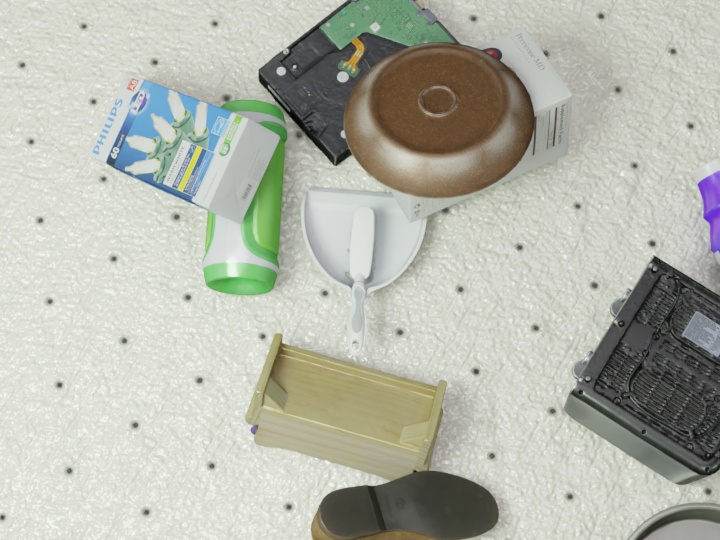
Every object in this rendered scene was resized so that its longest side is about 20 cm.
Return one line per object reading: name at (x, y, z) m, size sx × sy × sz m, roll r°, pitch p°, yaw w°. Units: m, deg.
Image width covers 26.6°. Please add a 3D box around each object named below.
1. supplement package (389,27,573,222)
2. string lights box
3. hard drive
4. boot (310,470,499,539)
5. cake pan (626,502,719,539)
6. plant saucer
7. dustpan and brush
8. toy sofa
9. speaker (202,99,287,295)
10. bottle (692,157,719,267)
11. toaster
supplement package at (0.116, -0.159, 1.654) m, size 0.200 × 0.110 × 0.114 m, roll -24°, pitch 60°, yaw -11°
string lights box at (-0.189, -0.131, 1.615) m, size 0.200 × 0.059 × 0.103 m, roll 23°, pitch 88°, yaw 38°
hard drive at (0.002, -0.231, 1.722) m, size 0.200 × 0.038 × 0.140 m, roll -40°, pitch 80°, yaw -11°
boot at (0.044, 0.256, 1.579) m, size 0.199 × 0.076 × 0.074 m, roll 0°, pitch 60°, yaw -18°
cake pan at (0.354, 0.343, 1.577) m, size 0.200 × 0.037 × 0.201 m, roll 1°, pitch 74°, yaw -3°
plant saucer at (0.081, -0.167, 1.576) m, size 0.200 × 0.037 × 0.201 m, roll -2°, pitch 58°, yaw 3°
dustpan and brush at (0.000, 0.000, 1.645) m, size 0.139 × 0.057 × 0.201 m, roll 4°, pitch 74°, yaw -1°
toy sofa at (-0.015, 0.148, 1.602) m, size 0.199 × 0.098 × 0.083 m, roll 15°, pitch 51°, yaw 3°
speaker at (-0.124, -0.079, 1.645) m, size 0.088 × 0.088 × 0.201 m, roll 3°, pitch 74°, yaw -2°
bottle at (0.428, -0.028, 1.666) m, size 0.083 × 0.065 × 0.200 m, roll -26°, pitch 76°, yaw 14°
toaster at (0.336, 0.111, 1.599) m, size 0.200 × 0.119 × 0.181 m, roll 32°, pitch 76°, yaw 7°
